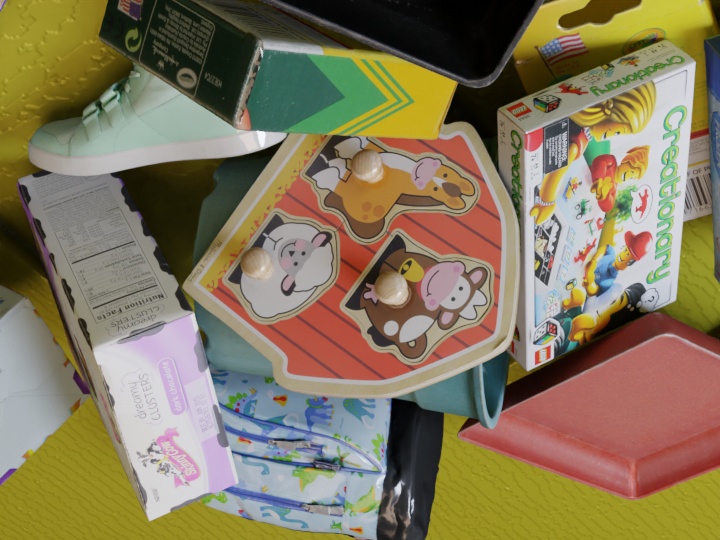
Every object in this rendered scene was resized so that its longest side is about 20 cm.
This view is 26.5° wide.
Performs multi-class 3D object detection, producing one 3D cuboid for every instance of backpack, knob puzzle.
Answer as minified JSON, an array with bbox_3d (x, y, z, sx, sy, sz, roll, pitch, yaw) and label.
[{"bbox_3d":[-0.047,0.128,1.180,0.200,0.163,0.154,-2,124,15],"label":"backpack"},{"bbox_3d":[0.008,-0.011,0.926,0.220,0.220,0.030,-12,159,15],"label":"knob puzzle"}]

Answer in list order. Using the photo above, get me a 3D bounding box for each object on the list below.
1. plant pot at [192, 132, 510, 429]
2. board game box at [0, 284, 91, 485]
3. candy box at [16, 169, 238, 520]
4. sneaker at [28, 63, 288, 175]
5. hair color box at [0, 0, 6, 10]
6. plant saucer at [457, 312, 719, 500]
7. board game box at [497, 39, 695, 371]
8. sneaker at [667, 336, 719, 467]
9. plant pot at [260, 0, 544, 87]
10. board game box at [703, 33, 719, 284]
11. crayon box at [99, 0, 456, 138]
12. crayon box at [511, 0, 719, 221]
[{"bbox_3d":[0.000,0.000,1.037,0.196,0.200,0.200,4,133,11],"label":"plant pot"},{"bbox_3d":[-0.307,0.061,1.092,0.200,0.105,0.103,20,147,42],"label":"board game box"},{"bbox_3d":[-0.163,0.043,1.064,0.072,0.200,0.168,-21,133,-14],"label":"candy box"},{"bbox_3d":[-0.147,-0.130,1.011,0.200,0.074,0.118,-6,108,28],"label":"sneaker"},{"bbox_3d":[-0.263,-0.206,0.944,0.109,0.065,0.200,26,130,-19],"label":"hair color box"},{"bbox_3d":[0.205,0.097,1.096,0.200,0.037,0.200,22,142,-35],"label":"plant saucer"},{"bbox_3d":[0.149,-0.038,0.978,0.126,0.035,0.200,-24,135,-19],"label":"board game box"},{"bbox_3d":[0.309,0.083,1.172,0.080,0.078,0.200,8,138,-33],"label":"sneaker"},{"bbox_3d":[0.023,-0.254,0.804,0.199,0.177,0.200,20,131,-14],"label":"plant pot"},{"bbox_3d":[0.324,-0.088,0.983,0.200,0.043,0.199,-19,132,-5],"label":"board game box"},{"bbox_3d":[-0.032,-0.125,0.884,0.200,0.127,0.051,-3,119,-47],"label":"crayon box"},{"bbox_3d":[0.181,-0.117,1.001,0.127,0.051,0.200,-16,130,17],"label":"crayon box"}]
